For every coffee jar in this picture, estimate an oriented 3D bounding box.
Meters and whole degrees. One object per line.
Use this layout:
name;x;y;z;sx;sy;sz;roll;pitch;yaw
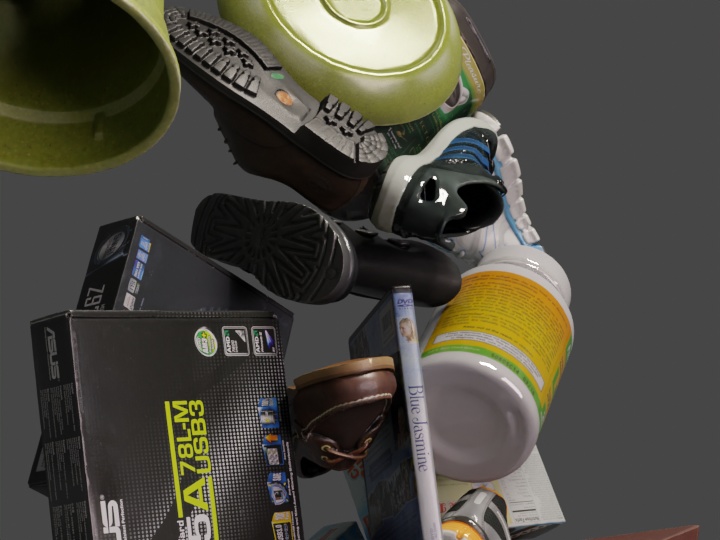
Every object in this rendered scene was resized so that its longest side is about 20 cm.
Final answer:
coffee jar;0.026;-0.132;1.711;0.200;0.085;0.104;-48;116;-42

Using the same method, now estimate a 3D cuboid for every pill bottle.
pill bottle;0.102;0.064;1.687;0.111;0.111;0.200;59;30;-19

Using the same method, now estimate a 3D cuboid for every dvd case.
dvd case;0.024;0.125;1.550;0.018;0.143;0.200;-3;74;-14

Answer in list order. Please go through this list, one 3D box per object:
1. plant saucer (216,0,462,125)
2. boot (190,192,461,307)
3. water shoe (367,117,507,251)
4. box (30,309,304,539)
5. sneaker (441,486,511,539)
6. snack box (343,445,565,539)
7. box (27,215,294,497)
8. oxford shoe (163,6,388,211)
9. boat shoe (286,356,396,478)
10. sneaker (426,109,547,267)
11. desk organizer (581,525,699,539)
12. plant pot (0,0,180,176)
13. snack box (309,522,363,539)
plant saucer;-0.009;-0.196;1.655;0.200;0.031;0.200;14;50;-17
boot;-0.001;0.000;1.601;0.200;0.165;0.066;19;95;-44
water shoe;0.073;-0.057;1.642;0.200;0.079;0.072;-36;149;-59
box;-0.123;0.126;1.445;0.193;0.048;0.200;4;77;-50
sneaker;0.082;0.245;1.635;0.077;0.078;0.200;-55;158;-44
snack box;0.068;0.155;1.700;0.200;0.037;0.116;2;61;-48
box;-0.133;0.087;1.511;0.160;0.044;0.200;35;56;-37
oxford shoe;-0.082;-0.112;1.575;0.200;0.084;0.073;40;38;8
boat shoe;-0.015;0.104;1.528;0.070;0.200;0.070;-8;80;-12
sneaker;0.097;-0.028;1.791;0.087;0.075;0.200;-27;114;-11
desk organizer;0.166;0.245;1.687;0.077;0.200;0.072;-10;87;-51
plant pot;-0.203;-0.195;1.416;0.200;0.200;0.184;38;43;-36
snack box;-0.008;0.298;1.589;0.116;0.037;0.200;-37;108;-48
